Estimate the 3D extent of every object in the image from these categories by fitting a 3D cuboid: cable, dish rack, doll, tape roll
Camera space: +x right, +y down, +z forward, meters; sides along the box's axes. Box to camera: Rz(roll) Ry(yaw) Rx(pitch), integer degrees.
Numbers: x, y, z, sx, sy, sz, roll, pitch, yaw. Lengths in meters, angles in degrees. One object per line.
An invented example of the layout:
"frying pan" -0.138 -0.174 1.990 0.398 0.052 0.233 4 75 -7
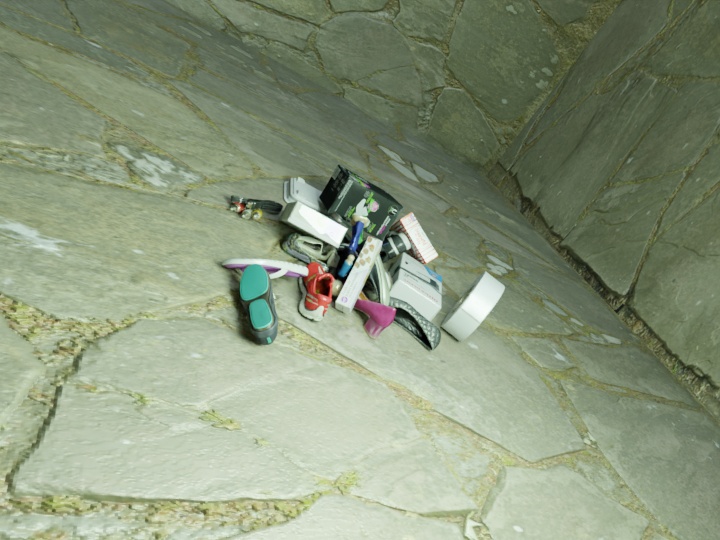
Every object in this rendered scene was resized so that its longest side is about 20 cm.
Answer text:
"cable" -0.281 -0.167 1.413 0.097 0.050 0.200 22 10 9
"dish rack" -0.143 -0.221 1.659 0.200 0.044 0.172 27 25 -22
"doll" -0.031 -0.031 1.303 0.048 0.200 0.136 19 -13 -4
"tape roll" 0.314 0.100 1.482 0.071 0.203 0.202 39 25 6

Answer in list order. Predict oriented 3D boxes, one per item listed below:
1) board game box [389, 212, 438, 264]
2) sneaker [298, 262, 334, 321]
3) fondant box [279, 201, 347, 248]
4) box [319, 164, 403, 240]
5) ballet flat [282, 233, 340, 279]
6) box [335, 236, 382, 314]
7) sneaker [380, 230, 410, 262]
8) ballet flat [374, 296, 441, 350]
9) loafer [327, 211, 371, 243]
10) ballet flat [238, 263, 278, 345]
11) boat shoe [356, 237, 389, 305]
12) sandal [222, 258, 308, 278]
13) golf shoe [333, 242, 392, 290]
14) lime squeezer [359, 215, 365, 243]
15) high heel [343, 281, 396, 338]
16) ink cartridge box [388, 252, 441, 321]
"board game box" 0.158 -0.090 1.631 0.152 0.046 0.200 59 -8 0
"sneaker" -0.090 0.035 1.216 0.077 0.085 0.200 26 26 -22
"fondant box" -0.128 -0.121 1.381 0.144 0.058 0.200 28 -1 -16
"box" 0.000 -0.206 1.597 0.200 0.124 0.149 26 16 -25
"ballet flat" -0.100 -0.037 1.352 0.200 0.072 0.072 28 25 -17
"box" -0.002 0.009 1.278 0.039 0.041 0.200 22 63 9
"sneaker" 0.075 -0.070 1.638 0.073 0.112 0.200 62 -9 -4
"ballet flat" 0.121 0.129 1.348 0.200 0.066 0.057 33 41 -1
"loafer" -0.029 -0.119 1.507 0.072 0.063 0.200 44 -2 32
"ballet flat" -0.198 0.071 1.044 0.073 0.073 0.200 20 28 -32
"boat shoe" 0.029 0.007 1.342 0.075 0.062 0.200 61 11 -61
"sandal" -0.202 0.005 1.161 0.202 0.082 0.050 7 79 -35
"golf shoe" 0.000 0.000 1.423 0.092 0.073 0.200 -12 44 -46
"lime squeezer" 0.008 -0.052 1.491 0.038 0.200 0.071 -15 6 -26
"high heel" 0.015 0.064 1.285 0.067 0.096 0.200 14 32 -39
"ink cartridge box" 0.151 0.051 1.498 0.145 0.084 0.200 32 25 -6
